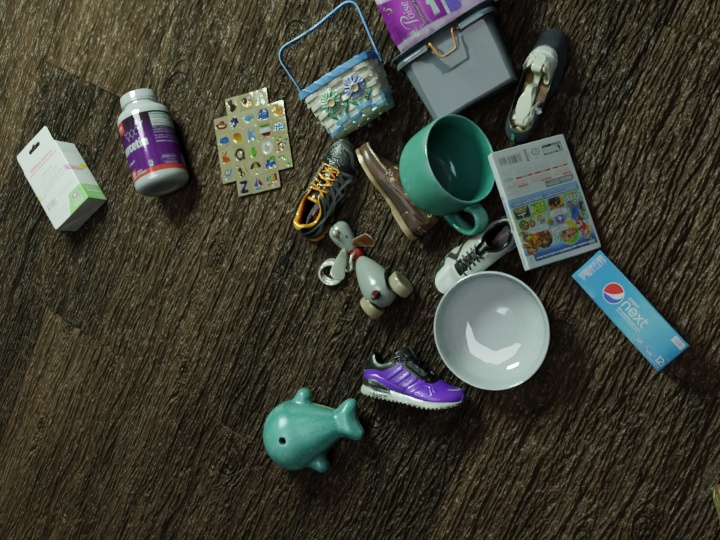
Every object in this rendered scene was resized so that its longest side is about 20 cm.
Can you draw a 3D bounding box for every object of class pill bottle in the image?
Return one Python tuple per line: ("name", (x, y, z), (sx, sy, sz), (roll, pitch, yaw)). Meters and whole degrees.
("pill bottle", (-0.431, -0.263, 1.504), (0.111, 0.112, 0.204), (-21, 82, 20))

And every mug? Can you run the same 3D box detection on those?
("mug", (0.140, -0.157, 1.252), (0.114, 0.150, 0.189), (-23, 58, 57))

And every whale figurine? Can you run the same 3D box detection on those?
("whale figurine", (-0.094, 0.302, 1.373), (0.197, 0.103, 0.162), (-16, 83, 20))

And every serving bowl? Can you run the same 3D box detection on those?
("serving bowl", (0.228, 0.099, 1.261), (0.196, 0.066, 0.205), (3, 98, 18))

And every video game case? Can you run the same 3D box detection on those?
("video game case", (0.307, -0.115, 1.223), (0.141, 0.018, 0.204), (-15, 83, -14))

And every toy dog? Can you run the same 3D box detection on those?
("toy dog", (0.000, 0.000, 1.341), (0.198, 0.096, 0.134), (31, 100, 19))

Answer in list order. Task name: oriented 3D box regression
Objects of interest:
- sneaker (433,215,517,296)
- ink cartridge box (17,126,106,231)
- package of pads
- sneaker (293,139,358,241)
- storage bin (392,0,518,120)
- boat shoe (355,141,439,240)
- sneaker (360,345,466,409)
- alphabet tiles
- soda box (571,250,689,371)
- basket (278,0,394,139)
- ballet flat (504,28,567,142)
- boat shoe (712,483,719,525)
("sneaker", (0.199, -0.028, 1.273), (0.200, 0.080, 0.074), (-43, 77, 17))
("ink cartridge box", (-0.663, -0.203, 1.620), (0.116, 0.067, 0.202), (-37, 78, 18))
("package of pads", (0.129, -0.482, 1.274), (0.197, 0.076, 0.121), (-22, 115, 25))
("sneaker", (-0.066, -0.151, 1.379), (0.077, 0.077, 0.203), (24, 97, 21))
("storage bin", (0.174, -0.349, 1.260), (0.198, 0.145, 0.136), (-28, 90, 19))
("boat shoe", (0.069, -0.155, 1.330), (0.070, 0.070, 0.202), (-37, 85, 24))
("sneaker", (0.095, 0.188, 1.317), (0.196, 0.069, 0.102), (7, 90, 21))
("alphabet tiles", (-0.217, -0.258, 1.477), (0.163, 0.006, 0.205), (-10, 86, 22))
("soda box", (0.434, 0.063, 1.184), (0.064, 0.068, 0.201), (-42, 75, 15))
("basket", (-0.035, -0.360, 1.333), (0.175, 0.139, 0.202), (-30, 88, 18))
("ballet flat", (0.298, -0.316, 1.240), (0.072, 0.073, 0.203), (23, 98, 20))
("boat shoe", (0.582, 0.432, 1.129), (0.067, 0.072, 0.205), (-4, 79, 25))
